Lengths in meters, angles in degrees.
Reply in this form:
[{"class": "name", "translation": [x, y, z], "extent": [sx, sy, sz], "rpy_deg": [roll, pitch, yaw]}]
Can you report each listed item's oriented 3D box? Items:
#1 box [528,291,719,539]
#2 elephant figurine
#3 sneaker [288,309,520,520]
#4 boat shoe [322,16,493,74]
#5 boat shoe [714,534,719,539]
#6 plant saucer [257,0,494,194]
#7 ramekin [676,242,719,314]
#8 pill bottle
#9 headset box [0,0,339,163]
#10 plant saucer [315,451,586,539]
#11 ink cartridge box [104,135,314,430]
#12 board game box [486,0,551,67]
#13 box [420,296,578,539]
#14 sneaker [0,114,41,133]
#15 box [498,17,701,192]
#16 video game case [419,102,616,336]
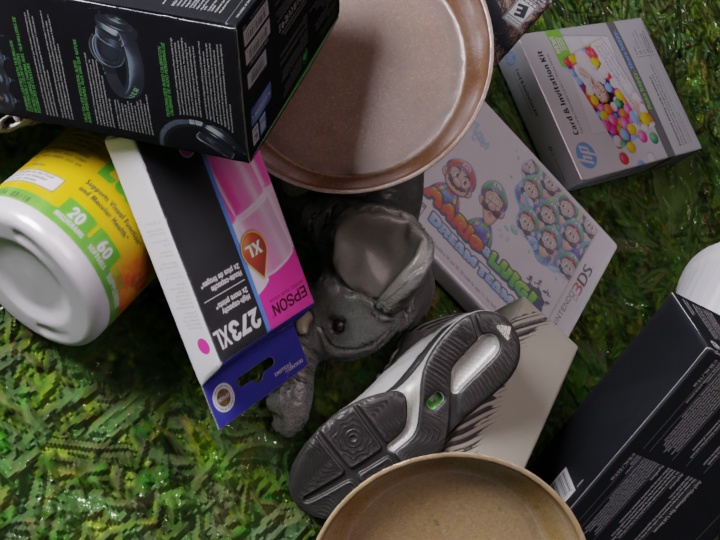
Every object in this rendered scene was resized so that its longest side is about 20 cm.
[{"class": "box", "translation": [0.249, 0.136, 0.897], "extent": [0.140, 0.201, 0.079], "rpy_deg": [25, 26, -21]}, {"class": "elephant figurine", "translation": [0.000, 0.000, 0.843], "extent": [0.141, 0.154, 0.203], "rpy_deg": [-3, 70, -50]}, {"class": "sneaker", "translation": [0.029, 0.105, 0.850], "extent": [0.200, 0.115, 0.076], "rpy_deg": [-39, 95, -5]}, {"class": "boat shoe", "translation": [-0.001, -0.150, 0.844], "extent": [0.197, 0.063, 0.074], "rpy_deg": [-9, 108, 3]}, {"class": "boat shoe", "translation": [0.303, 0.214, 0.968], "extent": [0.071, 0.065, 0.204], "rpy_deg": [16, 74, -50]}, {"class": "plant saucer", "translation": [-0.007, -0.146, 0.780], "extent": [0.197, 0.035, 0.204], "rpy_deg": [-1, 77, 4]}, {"class": "ramekin", "translation": [0.359, 0.079, 1.009], "extent": [0.201, 0.200, 0.098], "rpy_deg": [46, 60, -7]}, {"class": "pill bottle", "translation": [-0.159, -0.054, 0.766], "extent": [0.111, 0.111, 0.200], "rpy_deg": [45, 52, -8]}, {"class": "headset box", "translation": [-0.131, -0.168, 0.692], "extent": [0.197, 0.094, 0.175], "rpy_deg": [11, 44, 12]}, {"class": "plant saucer", "translation": [0.059, 0.213, 0.782], "extent": [0.200, 0.201, 0.035], "rpy_deg": [40, 10, -12]}, {"class": "ink cartridge box", "translation": [-0.087, -0.008, 0.733], "extent": [0.094, 0.037, 0.203], "rpy_deg": [-33, 111, -44]}, {"class": "board game box", "translation": [0.026, -0.204, 0.890], "extent": [0.158, 0.200, 0.098], "rpy_deg": [29, 36, -19]}, {"class": "box", "translation": [0.093, 0.122, 0.879], "extent": [0.068, 0.082, 0.201], "rpy_deg": [41, 51, -11]}, {"class": "sneaker", "translation": [-0.228, -0.118, 0.757], "extent": [0.198, 0.076, 0.082], "rpy_deg": [-19, 39, -29]}, {"class": "box", "translation": [0.241, -0.169, 1.136], "extent": [0.198, 0.041, 0.158], "rpy_deg": [-15, 78, -37]}, {"class": "video game case", "translation": [0.129, -0.033, 1.009], "extent": [0.200, 0.024, 0.183], "rpy_deg": [45, 52, -9]}]
